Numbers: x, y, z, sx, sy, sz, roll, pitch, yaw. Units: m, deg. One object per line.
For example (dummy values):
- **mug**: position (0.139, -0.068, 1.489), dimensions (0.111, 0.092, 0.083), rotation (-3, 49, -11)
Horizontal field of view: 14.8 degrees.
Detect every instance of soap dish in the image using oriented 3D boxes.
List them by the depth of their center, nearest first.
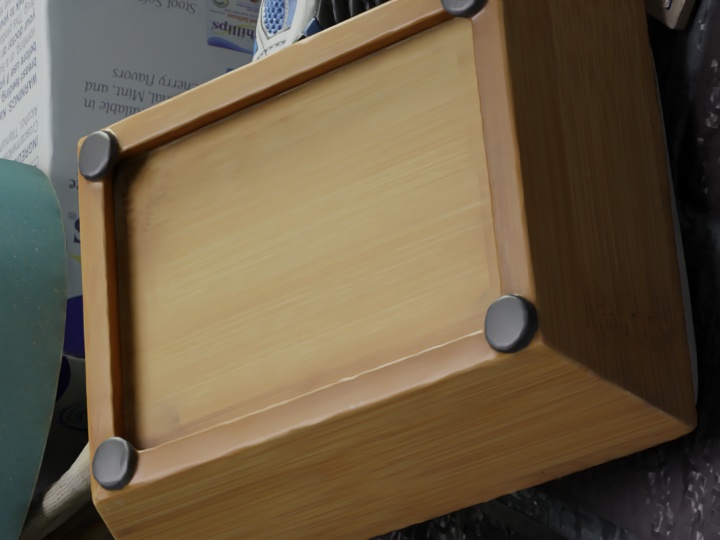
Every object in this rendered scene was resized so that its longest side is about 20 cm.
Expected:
- **soap dish**: position (0.000, 0.000, 0.849), dimensions (0.200, 0.081, 0.158), rotation (-21, 60, 30)

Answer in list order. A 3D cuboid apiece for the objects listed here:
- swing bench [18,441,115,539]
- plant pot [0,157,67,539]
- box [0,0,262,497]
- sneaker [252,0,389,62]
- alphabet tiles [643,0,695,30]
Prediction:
- **swing bench**: position (-0.080, 0.143, 0.977), dimensions (0.199, 0.129, 0.201), rotation (-42, 45, 51)
- **plant pot**: position (-0.205, 0.042, 0.995), dimensions (0.200, 0.134, 0.201), rotation (-42, 40, 50)
- **box**: position (-0.116, -0.016, 1.122), dimensions (0.184, 0.105, 0.201), rotation (-39, 47, 52)
- **sneaker**: position (0.000, -0.076, 0.976), dimensions (0.077, 0.075, 0.201), rotation (-132, 54, -84)
- **alphabet tiles**: position (0.109, -0.161, 0.843), dimensions (0.200, 0.008, 0.168), rotation (48, 123, 57)
